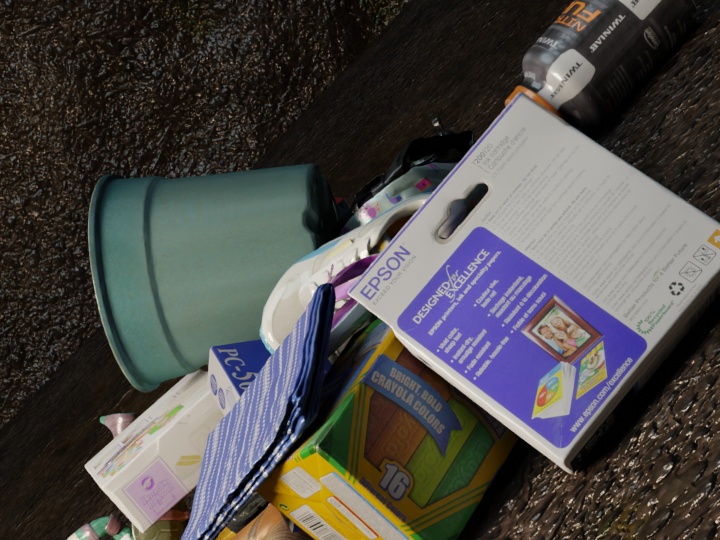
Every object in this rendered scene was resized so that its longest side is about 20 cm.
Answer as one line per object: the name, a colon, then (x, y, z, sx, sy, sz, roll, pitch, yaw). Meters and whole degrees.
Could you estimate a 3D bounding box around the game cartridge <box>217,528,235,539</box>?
game cartridge: (-0.096, 0.204, 1.554, 0.176, 0.032, 0.200, -41, 16, 20)

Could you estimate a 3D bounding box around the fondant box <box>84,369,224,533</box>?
fondant box: (-0.172, 0.158, 1.461, 0.144, 0.058, 0.200, -42, 7, -11)

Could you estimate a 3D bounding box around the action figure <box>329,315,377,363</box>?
action figure: (-0.057, 0.109, 1.500, 0.118, 0.055, 0.201, 32, 85, 46)

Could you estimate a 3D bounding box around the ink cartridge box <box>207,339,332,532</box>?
ink cartridge box: (-0.048, 0.126, 1.298, 0.200, 0.093, 0.045, -128, 37, -51)

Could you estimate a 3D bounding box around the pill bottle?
pill bottle: (0.234, -0.215, 1.601, 0.200, 0.106, 0.106, -48, 13, -5)

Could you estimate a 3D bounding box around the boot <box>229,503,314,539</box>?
boot: (-0.079, 0.221, 1.330, 0.200, 0.077, 0.156, -38, 12, 42)

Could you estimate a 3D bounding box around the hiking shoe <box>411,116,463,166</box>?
hiking shoe: (0.076, -0.083, 1.715, 0.076, 0.101, 0.200, -38, 15, 34)

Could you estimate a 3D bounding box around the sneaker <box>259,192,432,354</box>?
sneaker: (0.000, 0.000, 1.325, 0.200, 0.077, 0.081, -38, 2, -8)

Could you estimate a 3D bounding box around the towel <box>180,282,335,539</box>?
towel: (-0.079, 0.113, 1.184, 0.200, 0.024, 0.145, -52, 18, 35)

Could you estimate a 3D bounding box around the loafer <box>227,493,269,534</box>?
loafer: (-0.056, 0.148, 1.421, 0.200, 0.070, 0.068, -39, -23, -22)

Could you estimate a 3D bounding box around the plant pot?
plant pot: (-0.118, -0.005, 1.449, 0.194, 0.202, 0.201, -10, 22, 10)

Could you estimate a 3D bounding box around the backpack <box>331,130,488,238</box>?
backpack: (0.064, -0.037, 1.476, 0.167, 0.127, 0.200, -49, -14, 16)

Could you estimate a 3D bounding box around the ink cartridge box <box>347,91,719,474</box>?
ink cartridge box: (0.127, 0.004, 1.101, 0.198, 0.200, 0.043, -48, -25, -10)

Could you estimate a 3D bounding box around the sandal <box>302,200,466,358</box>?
sandal: (-0.001, 0.009, 1.244, 0.203, 0.050, 0.082, -44, 1, 8)

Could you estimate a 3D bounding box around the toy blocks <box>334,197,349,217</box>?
toy blocks: (-0.033, 0.016, 1.610, 0.099, 0.137, 0.200, -9, 27, 47)

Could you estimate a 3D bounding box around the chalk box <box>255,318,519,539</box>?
chalk box: (0.037, 0.107, 1.174, 0.200, 0.124, 0.124, -55, 10, -31)

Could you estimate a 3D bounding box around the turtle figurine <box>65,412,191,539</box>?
turtle figurine: (-0.211, 0.246, 1.599, 0.100, 0.149, 0.202, -9, 74, 39)

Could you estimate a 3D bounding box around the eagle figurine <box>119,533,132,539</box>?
eagle figurine: (-0.256, 0.335, 1.390, 0.151, 0.198, 0.153, 55, 143, 40)
